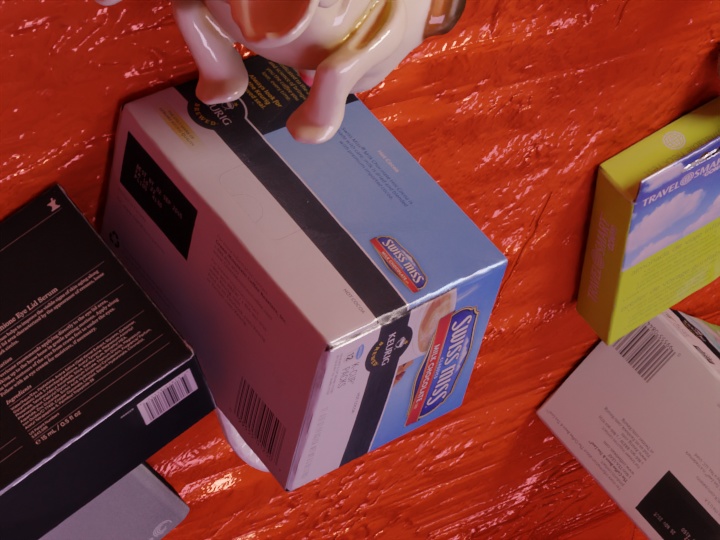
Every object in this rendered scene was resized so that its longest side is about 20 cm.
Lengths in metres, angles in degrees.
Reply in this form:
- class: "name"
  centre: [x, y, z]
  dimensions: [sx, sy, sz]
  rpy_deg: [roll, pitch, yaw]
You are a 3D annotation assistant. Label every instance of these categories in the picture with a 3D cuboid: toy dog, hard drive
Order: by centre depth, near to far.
- class: "toy dog"
  centre: [-0.030, -0.165, 1.394]
  dimensions: [0.200, 0.139, 0.195]
  rpy_deg: [36, 65, -61]
- class: "hard drive"
  centre: [-0.201, 0.160, 1.730]
  dimensions: [0.139, 0.033, 0.200]
  rpy_deg: [-40, 153, -2]

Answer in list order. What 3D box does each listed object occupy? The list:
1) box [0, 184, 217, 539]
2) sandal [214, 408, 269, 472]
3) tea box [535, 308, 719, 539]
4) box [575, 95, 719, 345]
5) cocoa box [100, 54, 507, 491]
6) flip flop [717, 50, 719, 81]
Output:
- class: "box"
  centre: [-0.202, 0.071, 1.479]
  dimensions: [0.200, 0.141, 0.079]
  rpy_deg: [-36, 155, -10]
- class: "sandal"
  centre: [-0.082, 0.054, 1.716]
  dimensions: [0.083, 0.050, 0.203]
  rpy_deg: [-49, 142, -16]
- class: "tea box"
  centre: [0.281, 0.147, 2.149]
  dimensions: [0.134, 0.200, 0.197]
  rpy_deg: [-48, 153, 12]
- class: "box"
  centre: [0.223, -0.042, 1.963]
  dimensions: [0.122, 0.048, 0.200]
  rpy_deg: [-30, 151, -22]
- class: "cocoa box"
  centre: [-0.036, -0.006, 1.514]
  dimensions: [0.131, 0.200, 0.134]
  rpy_deg: [-24, 148, -31]
- class: "flip flop"
  centre: [0.334, -0.156, 1.927]
  dimensions: [0.199, 0.058, 0.082]
  rpy_deg: [-12, 99, -24]
